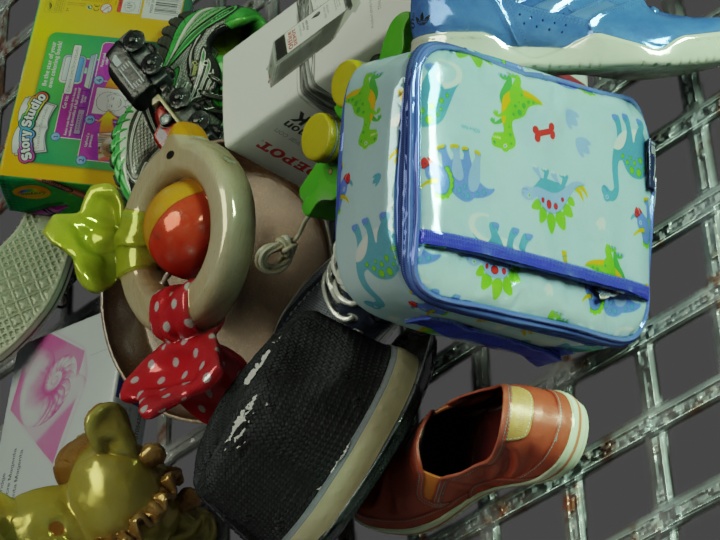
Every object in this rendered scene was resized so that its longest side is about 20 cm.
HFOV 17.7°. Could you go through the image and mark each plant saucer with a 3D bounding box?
[{"bbox_3d":[-0.094,0.009,1.619,0.200,0.034,0.201,-7,77,33],"label":"plant saucer"}]

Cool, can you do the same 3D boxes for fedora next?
[{"bbox_3d":[-0.039,0.098,1.431,0.201,0.091,0.201,-54,9,13],"label":"fedora"}]

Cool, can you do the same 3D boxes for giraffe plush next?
[{"bbox_3d":[-0.198,0.170,1.570,0.162,0.173,0.200,-42,52,-7],"label":"giraffe plush"}]

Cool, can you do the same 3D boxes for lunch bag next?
[{"bbox_3d":[0.082,-0.034,1.326,0.082,0.200,0.161,-11,69,49],"label":"lunch bag"}]

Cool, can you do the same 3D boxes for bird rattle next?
[{"bbox_3d":[-0.124,-0.004,1.511,0.163,0.112,0.200,-62,34,26],"label":"bird rattle"}]

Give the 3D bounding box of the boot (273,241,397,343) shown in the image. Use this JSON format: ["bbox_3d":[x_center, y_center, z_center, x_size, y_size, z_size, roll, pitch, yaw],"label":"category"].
[{"bbox_3d":[0.000,0.000,1.484,0.200,0.090,0.073,-40,64,22],"label":"boot"}]

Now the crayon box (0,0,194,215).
[{"bbox_3d":[-0.207,-0.140,1.840,0.118,0.058,0.201,6,64,6],"label":"crayon box"}]

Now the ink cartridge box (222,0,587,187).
[{"bbox_3d":[0.026,-0.127,1.512,0.200,0.147,0.083,-33,45,36],"label":"ink cartridge box"}]

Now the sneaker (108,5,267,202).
[{"bbox_3d":[-0.128,-0.123,1.761,0.085,0.078,0.200,-13,53,45],"label":"sneaker"}]

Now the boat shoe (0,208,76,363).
[{"bbox_3d":[-0.257,-0.003,1.839,0.074,0.062,0.200,21,64,12],"label":"boat shoe"}]

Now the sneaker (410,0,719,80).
[{"bbox_3d":[0.129,-0.171,1.371,0.077,0.199,0.112,66,-157,-88],"label":"sneaker"}]

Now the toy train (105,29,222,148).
[{"bbox_3d":[-0.130,-0.101,1.702,0.046,0.034,0.200,-40,61,1],"label":"toy train"}]

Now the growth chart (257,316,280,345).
[{"bbox_3d":[-0.086,-0.013,1.689,0.145,0.018,0.200,-25,49,41],"label":"growth chart"}]

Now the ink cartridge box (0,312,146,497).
[{"bbox_3d":[-0.238,0.139,1.759,0.200,0.043,0.197,-21,51,41],"label":"ink cartridge box"}]

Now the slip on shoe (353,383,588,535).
[{"bbox_3d":[0.051,0.109,1.389,0.200,0.061,0.074,-25,50,50],"label":"slip on shoe"}]

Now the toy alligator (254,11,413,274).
[{"bbox_3d":[-0.003,-0.064,1.422,0.200,0.059,0.054,-60,42,23],"label":"toy alligator"}]
